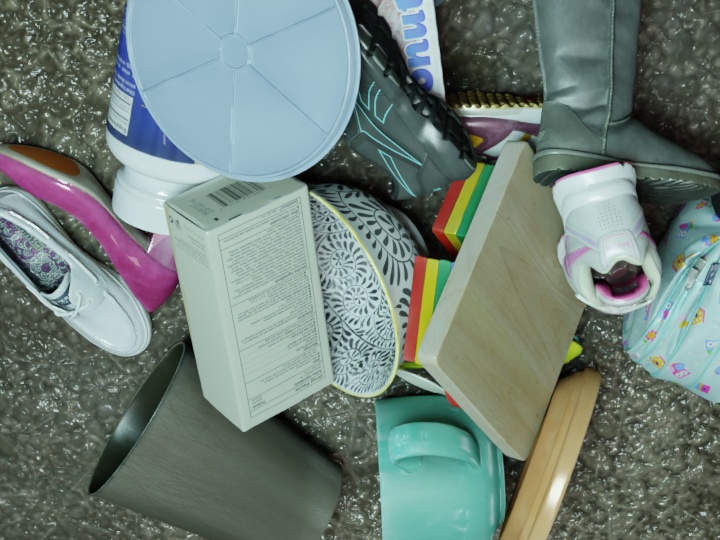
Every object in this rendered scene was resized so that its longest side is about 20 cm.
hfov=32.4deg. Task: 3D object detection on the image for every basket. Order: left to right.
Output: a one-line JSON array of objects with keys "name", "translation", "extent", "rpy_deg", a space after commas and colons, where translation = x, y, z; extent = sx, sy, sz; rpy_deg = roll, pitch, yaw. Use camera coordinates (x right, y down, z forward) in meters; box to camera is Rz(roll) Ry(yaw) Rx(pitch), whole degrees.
[{"name": "basket", "translation": [-0.127, 0.186, 1.173], "extent": [0.199, 0.136, 0.181], "rpy_deg": [31, 119, -15]}]

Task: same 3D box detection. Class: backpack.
[{"name": "backpack", "translation": [0.315, 0.011, 1.076], "extent": [0.126, 0.167, 0.201], "rpy_deg": [27, 116, 9]}]

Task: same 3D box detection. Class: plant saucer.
[{"name": "plant saucer", "translation": [0.167, 0.180, 1.123], "extent": [0.037, 0.200, 0.201], "rpy_deg": [21, 113, 8]}]

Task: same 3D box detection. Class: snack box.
[{"name": "snack box", "translation": [0.023, -0.200, 0.966], "extent": [0.071, 0.024, 0.201], "rpy_deg": [-6, 123, 6]}]

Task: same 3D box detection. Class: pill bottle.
[{"name": "pill bottle", "translation": [-0.149, -0.138, 1.035], "extent": [0.119, 0.120, 0.201], "rpy_deg": [12, 114, -3]}]

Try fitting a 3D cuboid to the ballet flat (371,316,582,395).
[{"name": "ballet flat", "translation": [0.104, 0.085, 1.147], "extent": [0.198, 0.068, 0.067], "rpy_deg": [7, 158, 2]}]

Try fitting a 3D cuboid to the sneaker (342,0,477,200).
[{"name": "sneaker", "translation": [0.008, -0.132, 0.953], "extent": [0.079, 0.076, 0.200], "rpy_deg": [-28, 116, 25]}]

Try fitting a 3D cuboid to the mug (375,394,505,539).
[{"name": "mug", "translation": [0.074, 0.194, 1.137], "extent": [0.113, 0.185, 0.153], "rpy_deg": [-3, 97, 0]}]

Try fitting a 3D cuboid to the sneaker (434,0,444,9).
[{"name": "sneaker", "translation": [0.008, -0.181, 1.048], "extent": [0.200, 0.080, 0.095], "rpy_deg": [-38, 125, 21]}]

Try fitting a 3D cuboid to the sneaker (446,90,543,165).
[{"name": "sneaker", "translation": [0.131, -0.104, 1.064], "extent": [0.198, 0.075, 0.091], "rpy_deg": [1, 108, 3]}]

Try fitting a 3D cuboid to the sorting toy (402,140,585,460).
[{"name": "sorting toy", "translation": [0.110, 0.026, 1.042], "extent": [0.069, 0.200, 0.200], "rpy_deg": [10, 156, 35]}]

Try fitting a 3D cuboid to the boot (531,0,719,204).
[{"name": "boot", "translation": [0.215, -0.162, 1.006], "extent": [0.181, 0.072, 0.202], "rpy_deg": [10, 73, -22]}]

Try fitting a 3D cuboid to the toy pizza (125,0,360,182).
[{"name": "toy pizza", "translation": [-0.086, -0.165, 0.917], "extent": [0.199, 0.032, 0.202], "rpy_deg": [10, 114, 23]}]

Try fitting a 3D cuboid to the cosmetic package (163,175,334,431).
[{"name": "cosmetic package", "translation": [-0.090, 0.021, 1.045], "extent": [0.103, 0.073, 0.201], "rpy_deg": [-26, 128, -29]}]

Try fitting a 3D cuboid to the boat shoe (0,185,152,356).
[{"name": "boat shoe", "translation": [-0.269, 0.009, 1.132], "extent": [0.072, 0.069, 0.201], "rpy_deg": [-30, 109, 14]}]

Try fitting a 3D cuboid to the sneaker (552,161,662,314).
[{"name": "sneaker", "translation": [0.199, -0.001, 0.991], "extent": [0.081, 0.089, 0.200], "rpy_deg": [-15, 152, 13]}]

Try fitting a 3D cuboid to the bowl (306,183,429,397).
[{"name": "bowl", "translation": [0.000, 0.000, 1.083], "extent": [0.094, 0.200, 0.202], "rpy_deg": [-29, 116, -29]}]

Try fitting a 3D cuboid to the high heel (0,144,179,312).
[{"name": "high heel", "translation": [-0.251, -0.039, 1.115], "extent": [0.199, 0.067, 0.096], "rpy_deg": [24, 108, -20]}]
